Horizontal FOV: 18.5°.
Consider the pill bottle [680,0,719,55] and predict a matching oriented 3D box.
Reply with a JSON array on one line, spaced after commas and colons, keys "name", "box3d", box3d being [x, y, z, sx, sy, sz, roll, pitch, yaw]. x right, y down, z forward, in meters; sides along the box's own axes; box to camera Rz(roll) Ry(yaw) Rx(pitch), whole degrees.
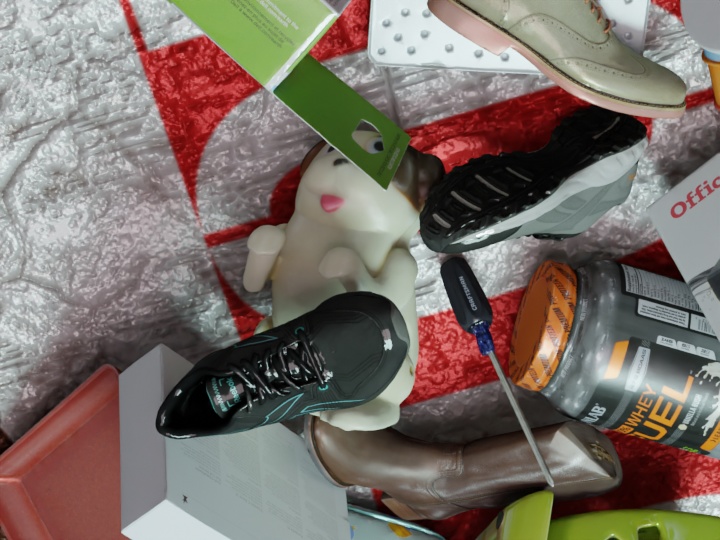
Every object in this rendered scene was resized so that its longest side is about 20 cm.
[{"name": "pill bottle", "box3d": [0.317, -0.171, 1.504, 0.199, 0.120, 0.120, 10, 118, -37]}]

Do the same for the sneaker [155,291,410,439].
[{"name": "sneaker", "box3d": [-0.054, 0.075, 1.493, 0.199, 0.079, 0.076, -25, 88, 33]}]

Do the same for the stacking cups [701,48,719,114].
[{"name": "stacking cups", "box3d": [0.266, -0.179, 1.580, 0.060, 0.061, 0.201, -15, 120, 5]}]

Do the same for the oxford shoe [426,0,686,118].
[{"name": "oxford shoe", "box3d": [0.149, -0.168, 1.539, 0.199, 0.071, 0.074, 24, 110, -13]}]

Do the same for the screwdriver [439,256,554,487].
[{"name": "screwdriver", "box3d": [0.099, 0.074, 1.623, 0.029, 0.201, 0.028, 2, 142, -30]}]

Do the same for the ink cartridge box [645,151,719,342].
[{"name": "ink cartridge box", "box3d": [0.311, -0.001, 1.548, 0.145, 0.201, 0.084, -38, 142, 18]}]

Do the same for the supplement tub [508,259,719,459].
[{"name": "supplement tub", "box3d": [0.219, 0.065, 1.651, 0.199, 0.123, 0.123, 15, 114, -9]}]

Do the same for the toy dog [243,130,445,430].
[{"name": "toy dog", "box3d": [0.000, 0.000, 1.596, 0.139, 0.193, 0.201, 15, 102, 38]}]

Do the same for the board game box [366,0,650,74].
[{"name": "board game box", "box3d": [0.109, -0.238, 1.557, 0.199, 0.026, 0.201, 3, 115, -3]}]

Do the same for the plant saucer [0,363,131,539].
[{"name": "plant saucer", "box3d": [-0.184, 0.195, 1.676, 0.200, 0.037, 0.200, -39, 77, 39]}]

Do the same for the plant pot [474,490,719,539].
[{"name": "plant pot", "box3d": [0.166, 0.283, 1.676, 0.180, 0.200, 0.200, 15, 158, -6]}]

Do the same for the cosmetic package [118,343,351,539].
[{"name": "cosmetic package", "box3d": [-0.088, 0.165, 1.600, 0.052, 0.151, 0.200, -37, 126, 23]}]

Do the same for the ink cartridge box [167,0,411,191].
[{"name": "ink cartridge box", "box3d": [-0.027, -0.162, 1.500, 0.200, 0.148, 0.076, 41, 108, -6]}]

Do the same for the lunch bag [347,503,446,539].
[{"name": "lunch bag", "box3d": [-0.023, 0.254, 1.716, 0.199, 0.161, 0.077, 18, 137, -11]}]

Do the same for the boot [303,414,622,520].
[{"name": "boot", "box3d": [0.081, 0.132, 1.647, 0.199, 0.065, 0.186, -9, 153, 33]}]

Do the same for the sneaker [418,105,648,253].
[{"name": "sneaker", "box3d": [0.128, -0.048, 1.583, 0.199, 0.074, 0.080, -23, 132, -31]}]
